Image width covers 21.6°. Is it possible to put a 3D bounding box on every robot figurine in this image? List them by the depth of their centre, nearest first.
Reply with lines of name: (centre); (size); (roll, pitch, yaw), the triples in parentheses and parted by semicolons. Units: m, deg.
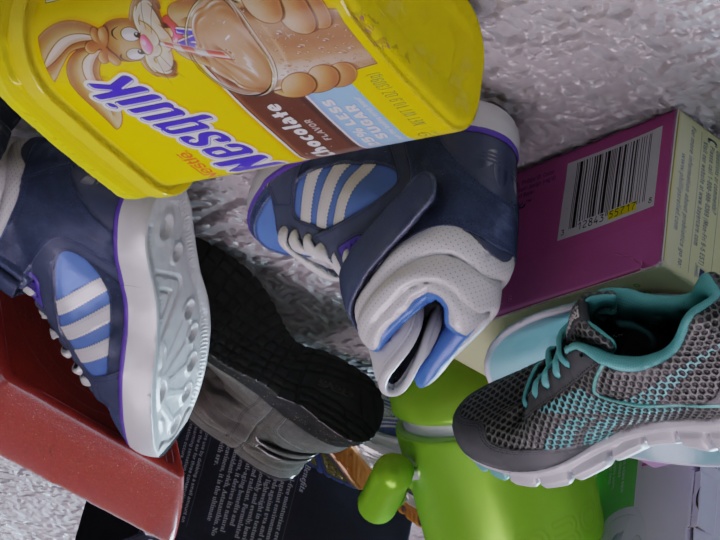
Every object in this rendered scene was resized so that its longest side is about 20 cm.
robot figurine: (0.087, 0.118, 1.189); (0.175, 0.200, 0.116); (-20, -166, -21)

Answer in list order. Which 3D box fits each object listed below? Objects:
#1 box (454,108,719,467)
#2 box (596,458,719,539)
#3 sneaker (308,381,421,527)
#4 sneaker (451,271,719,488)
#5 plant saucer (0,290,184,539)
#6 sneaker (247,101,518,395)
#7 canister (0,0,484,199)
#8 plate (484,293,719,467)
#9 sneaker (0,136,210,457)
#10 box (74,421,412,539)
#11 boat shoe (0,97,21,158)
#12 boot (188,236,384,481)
box: (0.171, 0.018, 1.057); (0.200, 0.097, 0.176); (30, 147, -31)
box: (0.240, 0.187, 1.244); (0.176, 0.200, 0.097); (28, 148, -32)
sneaker: (0.021, 0.110, 1.318); (0.200, 0.088, 0.075); (32, 150, 12)
sneaker: (0.119, 0.045, 0.912); (0.200, 0.078, 0.091); (-17, 126, 37)
plant saucer: (-0.187, 0.052, 1.180); (0.037, 0.200, 0.200); (-37, 133, 19)
sneaker: (0.000, 0.000, 1.011); (0.081, 0.146, 0.200); (31, 146, -35)
canister: (-0.058, -0.108, 0.911); (0.200, 0.087, 0.149); (-9, 148, 30)
plate: (0.166, 0.054, 0.995); (0.200, 0.026, 0.200); (8, 154, 4)
sneaker: (-0.172, 0.010, 1.115); (0.146, 0.081, 0.200); (15, 130, 19)
box: (-0.088, 0.182, 1.423); (0.198, 0.123, 0.200); (22, 159, -19)
boat shoe: (-0.270, -0.062, 1.069); (0.200, 0.091, 0.071); (-16, 143, 42)
boot: (-0.092, 0.067, 1.232); (0.200, 0.068, 0.131); (41, 143, -16)
